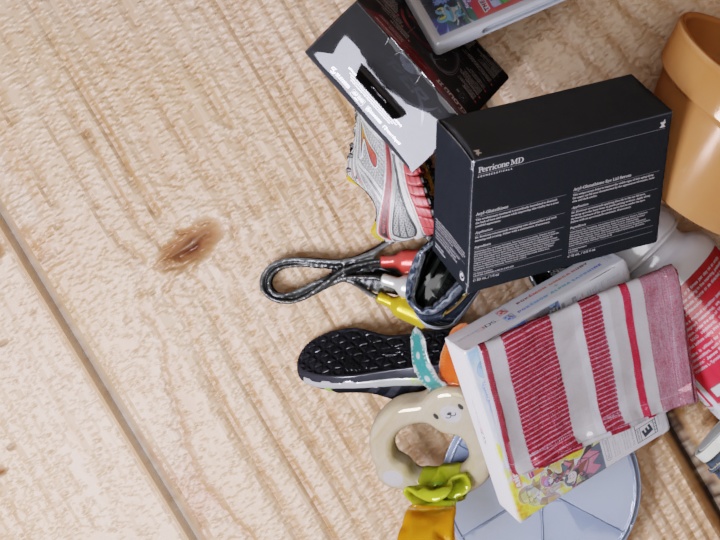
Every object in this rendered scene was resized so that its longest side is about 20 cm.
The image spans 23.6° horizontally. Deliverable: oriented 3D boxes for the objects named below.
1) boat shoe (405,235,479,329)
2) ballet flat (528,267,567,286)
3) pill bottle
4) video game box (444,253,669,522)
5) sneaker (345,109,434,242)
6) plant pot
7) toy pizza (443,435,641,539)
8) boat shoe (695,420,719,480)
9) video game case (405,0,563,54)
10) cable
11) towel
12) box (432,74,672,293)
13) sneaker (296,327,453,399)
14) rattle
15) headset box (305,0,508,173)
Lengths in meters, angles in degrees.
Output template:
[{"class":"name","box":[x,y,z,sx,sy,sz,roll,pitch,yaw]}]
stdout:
[{"class":"boat shoe","box":[0.110,-0.037,1.625,0.070,0.091,0.201,28,87,13]},{"class":"ballet flat","box":[0.188,-0.009,1.676,0.066,0.057,0.201,-30,88,10]},{"class":"pill bottle","box":[0.321,0.037,1.647,0.112,0.112,0.200,-42,93,8]},{"class":"video game box","box":[0.187,0.108,1.614,0.181,0.047,0.201,-29,119,-18]},{"class":"sneaker","box":[0.014,-0.122,1.667,0.082,0.078,0.202,-19,88,19]},{"class":"plant pot","box":[0.343,-0.125,1.595,0.199,0.200,0.141,32,116,0]},{"class":"toy pizza","box":[0.179,0.214,1.721,0.198,0.032,0.202,1,98,5]},{"class":"boat shoe","box":[0.414,0.131,1.671,0.062,0.075,0.200,44,100,-1]},{"class":"video game case","box":[0.108,-0.311,1.594,0.181,0.023,0.201,-23,65,-7]},{"class":"cable","box":[0.000,0.000,1.697,0.198,0.050,0.098,7,96,2]},{"class":"towel","box":[0.211,0.092,1.569,0.198,0.023,0.145,-21,117,-11]},{"class":"box","box":[0.169,-0.079,1.535,0.198,0.079,0.142,-14,131,-19]},{"class":"sneaker","box":[0.034,0.110,1.699,0.198,0.072,0.083,0,132,20]},{"class":"rattle","box":[0.062,0.166,1.612,0.129,0.143,0.201,28,134,13]},{"class":"headset box","box":[0.044,-0.187,1.589,0.075,0.200,0.149,-41,94,26]}]
